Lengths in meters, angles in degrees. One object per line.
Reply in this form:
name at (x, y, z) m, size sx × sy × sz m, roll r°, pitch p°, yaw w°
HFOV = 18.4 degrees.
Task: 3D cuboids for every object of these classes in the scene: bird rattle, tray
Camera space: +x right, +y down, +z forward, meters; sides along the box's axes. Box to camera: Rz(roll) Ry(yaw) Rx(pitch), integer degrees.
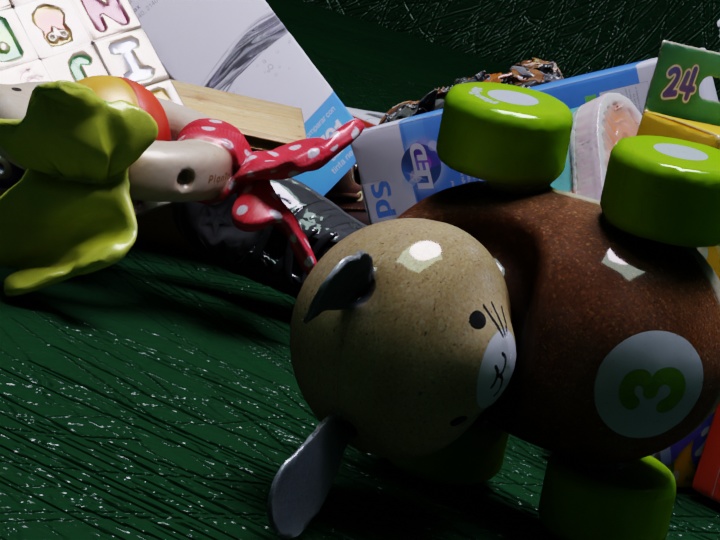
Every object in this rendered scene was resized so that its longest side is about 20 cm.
bird rattle at (-0.108, -0.066, 1.118) m, size 0.200 × 0.113 × 0.163 m, roll -12°, pitch 31°, yaw -37°
tray at (-0.141, -0.065, 1.254) m, size 0.199 × 0.099 × 0.037 m, roll 10°, pitch 45°, yaw -22°

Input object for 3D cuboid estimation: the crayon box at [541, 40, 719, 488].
crayon box at (0.169, 0.002, 1.050) m, size 0.125 × 0.201 × 0.052 m, roll 5°, pitch 14°, yaw -43°

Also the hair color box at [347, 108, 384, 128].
hair color box at (0.074, -0.061, 1.618) m, size 0.111 × 0.064 × 0.200 m, roll 4°, pitch 16°, yaw -42°

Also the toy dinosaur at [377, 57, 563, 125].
toy dinosaur at (0.049, -0.077, 1.496) m, size 0.102 × 0.200 × 0.136 m, roll 42°, pitch 12°, yaw -17°

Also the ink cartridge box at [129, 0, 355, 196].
ink cartridge box at (-0.106, -0.128, 1.359) m, size 0.200 × 0.086 × 0.146 m, roll 53°, pitch -18°, yaw -26°

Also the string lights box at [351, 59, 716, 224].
string lights box at (0.103, -0.051, 1.249) m, size 0.199 × 0.103 × 0.059 m, roll -11°, pitch 5°, yaw 24°

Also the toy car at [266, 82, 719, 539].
toy car at (0.038, 0.030, 0.857) m, size 0.157 × 0.165 × 0.200 m, roll 21°, pitch 21°, yaw 31°

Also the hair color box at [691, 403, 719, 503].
hair color box at (0.263, 0.109, 1.003) m, size 0.111 × 0.064 × 0.200 m, roll 8°, pitch 11°, yaw -43°

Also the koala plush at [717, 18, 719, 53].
koala plush at (0.262, -0.077, 1.430) m, size 0.177 × 0.200 × 0.184 m, roll 38°, pitch -5°, yaw 7°

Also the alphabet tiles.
alphabet tiles at (-0.185, -0.107, 1.185) m, size 0.166 × 0.200 × 0.006 m, roll -22°, pitch -12°, yaw -33°

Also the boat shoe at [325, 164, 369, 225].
boat shoe at (0.000, -0.038, 1.402) m, size 0.200 × 0.071 × 0.070 m, roll 22°, pitch 13°, yaw 41°

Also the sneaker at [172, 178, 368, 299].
sneaker at (-0.001, 0.003, 1.182) m, size 0.199 × 0.060 × 0.104 m, roll 23°, pitch 6°, yaw -13°

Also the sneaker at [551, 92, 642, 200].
sneaker at (0.104, 0.005, 1.140) m, size 0.080 × 0.200 × 0.071 m, roll -23°, pitch -46°, yaw 38°
